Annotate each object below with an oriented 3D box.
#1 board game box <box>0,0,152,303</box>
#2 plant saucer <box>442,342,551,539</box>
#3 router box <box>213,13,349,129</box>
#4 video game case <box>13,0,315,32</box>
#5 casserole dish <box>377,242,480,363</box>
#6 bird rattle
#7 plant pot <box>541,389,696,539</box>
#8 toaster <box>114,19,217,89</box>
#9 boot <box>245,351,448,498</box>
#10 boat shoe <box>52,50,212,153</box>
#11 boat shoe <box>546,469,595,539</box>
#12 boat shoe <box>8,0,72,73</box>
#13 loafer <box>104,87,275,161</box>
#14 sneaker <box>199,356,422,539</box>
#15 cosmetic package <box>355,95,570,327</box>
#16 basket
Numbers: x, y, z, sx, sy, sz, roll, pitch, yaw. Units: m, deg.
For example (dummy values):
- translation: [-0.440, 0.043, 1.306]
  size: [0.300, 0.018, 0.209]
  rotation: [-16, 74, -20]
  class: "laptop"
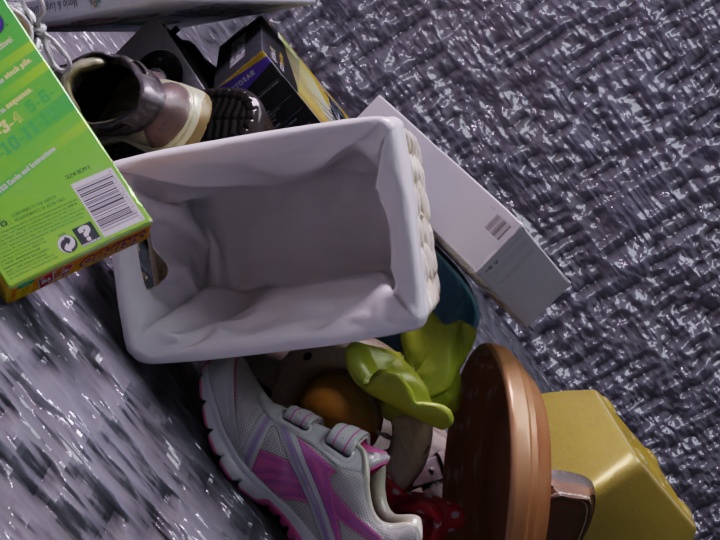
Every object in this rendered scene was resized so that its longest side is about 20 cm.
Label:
- translation: [-0.213, -0.083, 0.868]
  size: [0.201, 0.095, 0.030]
  rotation: [56, -30, 13]
  class: "board game box"
- translation: [0.098, 0.154, 1.076]
  size: [0.037, 0.202, 0.200]
  rotation: [6, 21, -10]
  class: "plant saucer"
- translation: [-0.050, -0.123, 1.225]
  size: [0.157, 0.052, 0.200]
  rotation: [49, 9, -17]
  class: "router box"
- translation: [-0.166, -0.215, 1.209]
  size: [0.199, 0.181, 0.024]
  rotation: [-12, 98, -53]
  class: "video game case"
- translation: [0.000, 0.000, 1.083]
  size: [0.200, 0.121, 0.039]
  rotation: [44, 25, -10]
  class: "casserole dish"
- translation: [0.009, 0.117, 1.077]
  size: [0.162, 0.202, 0.112]
  rotation: [23, 34, 26]
  class: "bird rattle"
- translation: [0.183, 0.227, 1.359]
  size: [0.196, 0.200, 0.195]
  rotation: [46, 10, -30]
  class: "plant pot"
- translation: [-0.128, -0.089, 1.251]
  size: [0.182, 0.118, 0.200]
  rotation: [56, 10, 22]
  class: "toaster"
- translation: [-0.002, 0.136, 1.170]
  size: [0.198, 0.070, 0.147]
  rotation: [13, 53, -31]
  class: "boot"
- translation: [-0.184, -0.126, 1.062]
  size: [0.200, 0.072, 0.066]
  rotation: [18, -12, 47]
  class: "boat shoe"
- translation: [0.131, 0.236, 1.153]
  size: [0.075, 0.201, 0.074]
  rotation: [10, 43, -12]
  class: "boat shoe"
- translation: [-0.240, -0.150, 1.004]
  size: [0.075, 0.086, 0.202]
  rotation: [52, 9, -4]
  class: "boat shoe"
- translation: [-0.141, -0.094, 1.113]
  size: [0.199, 0.074, 0.071]
  rotation: [10, -21, 37]
  class: "loafer"
- translation: [-0.029, 0.129, 0.986]
  size: [0.201, 0.088, 0.081]
  rotation: [53, 8, 4]
  class: "sneaker"
- translation: [0.065, -0.046, 1.090]
  size: [0.082, 0.051, 0.200]
  rotation: [41, 4, -44]
  class: "cosmetic package"
- translation: [-0.051, -0.021, 0.981]
  size: [0.123, 0.198, 0.137]
  rotation: [-19, 101, -77]
  class: "basket"
